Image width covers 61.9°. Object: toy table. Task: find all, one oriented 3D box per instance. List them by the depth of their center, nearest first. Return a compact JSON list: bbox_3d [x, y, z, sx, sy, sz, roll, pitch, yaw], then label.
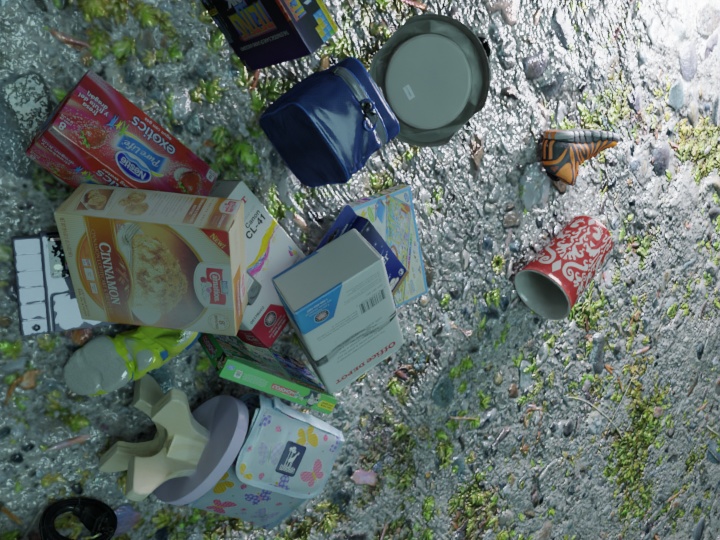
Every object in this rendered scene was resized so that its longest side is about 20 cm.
[{"bbox_3d":[-0.263,0.236,0.834,0.116,0.185,0.201,32,106,-37],"label":"toy table"}]

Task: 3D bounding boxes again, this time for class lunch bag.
[{"bbox_3d":[-0.038,-0.216,0.864,0.132,0.199,0.137,-45,115,-20],"label":"lunch bag"},{"bbox_3d":[-0.144,0.284,0.903,0.200,0.128,0.168,-43,126,18],"label":"lunch bag"}]

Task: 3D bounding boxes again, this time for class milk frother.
[{"bbox_3d":[-0.426,0.433,0.792,0.188,0.181,0.199,-47,162,24],"label":"milk frother"}]

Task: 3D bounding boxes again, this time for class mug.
[{"bbox_3d":[0.431,-0.005,1.288,0.133,0.178,0.200,44,67,6],"label":"mug"}]

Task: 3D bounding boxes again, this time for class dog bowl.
[{"bbox_3d":[0.109,-0.306,0.979,0.195,0.059,0.205,0,105,0],"label":"dog bowl"}]

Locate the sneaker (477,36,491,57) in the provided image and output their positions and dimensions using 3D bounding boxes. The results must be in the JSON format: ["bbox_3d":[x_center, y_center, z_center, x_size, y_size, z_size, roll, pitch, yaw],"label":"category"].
[{"bbox_3d":[0.151,-0.325,1.033,0.075,0.087,0.202,38,79,-33],"label":"sneaker"}]

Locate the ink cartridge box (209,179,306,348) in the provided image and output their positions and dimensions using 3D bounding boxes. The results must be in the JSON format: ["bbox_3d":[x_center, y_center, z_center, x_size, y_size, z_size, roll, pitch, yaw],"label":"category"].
[{"bbox_3d":[-0.171,-0.008,0.871,0.149,0.085,0.201,-55,128,-23],"label":"ink cartridge box"}]

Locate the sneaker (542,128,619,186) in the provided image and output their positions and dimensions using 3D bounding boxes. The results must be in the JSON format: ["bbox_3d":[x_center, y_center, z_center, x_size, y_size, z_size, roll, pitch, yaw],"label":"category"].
[{"bbox_3d":[0.460,-0.240,1.274,0.195,0.077,0.115,-6,108,-21],"label":"sneaker"}]

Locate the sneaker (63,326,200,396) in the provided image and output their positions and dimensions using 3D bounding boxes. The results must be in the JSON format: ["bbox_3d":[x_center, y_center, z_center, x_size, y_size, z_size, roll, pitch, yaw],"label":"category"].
[{"bbox_3d":[-0.303,0.116,0.834,0.196,0.105,0.077,-23,81,4],"label":"sneaker"}]

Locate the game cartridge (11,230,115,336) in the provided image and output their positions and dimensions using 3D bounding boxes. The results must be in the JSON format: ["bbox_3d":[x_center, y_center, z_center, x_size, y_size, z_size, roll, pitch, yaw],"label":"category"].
[{"bbox_3d":[-0.351,0.009,0.805,0.196,0.038,0.133,-7,108,-32],"label":"game cartridge"}]

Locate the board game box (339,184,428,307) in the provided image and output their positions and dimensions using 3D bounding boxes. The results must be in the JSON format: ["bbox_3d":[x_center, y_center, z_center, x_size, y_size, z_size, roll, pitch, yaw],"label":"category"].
[{"bbox_3d":[0.044,-0.033,1.057,0.132,0.034,0.204,-22,112,-28],"label":"board game box"}]

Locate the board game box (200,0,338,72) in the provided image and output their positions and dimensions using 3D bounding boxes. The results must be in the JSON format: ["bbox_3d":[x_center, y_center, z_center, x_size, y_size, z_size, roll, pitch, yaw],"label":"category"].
[{"bbox_3d":[-0.137,-0.351,0.769,0.057,0.199,0.167,-45,120,-19],"label":"board game box"}]

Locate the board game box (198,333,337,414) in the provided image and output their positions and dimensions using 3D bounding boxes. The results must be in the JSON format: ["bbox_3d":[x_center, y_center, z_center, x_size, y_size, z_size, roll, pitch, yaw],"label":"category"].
[{"bbox_3d":[-0.142,0.149,0.909,0.198,0.134,0.030,29,93,-34],"label":"board game box"}]

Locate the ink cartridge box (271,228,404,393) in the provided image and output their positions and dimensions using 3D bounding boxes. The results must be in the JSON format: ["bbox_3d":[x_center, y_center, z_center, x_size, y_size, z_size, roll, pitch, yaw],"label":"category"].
[{"bbox_3d":[-0.027,0.064,0.882,0.143,0.084,0.202,-32,138,-14],"label":"ink cartridge box"}]

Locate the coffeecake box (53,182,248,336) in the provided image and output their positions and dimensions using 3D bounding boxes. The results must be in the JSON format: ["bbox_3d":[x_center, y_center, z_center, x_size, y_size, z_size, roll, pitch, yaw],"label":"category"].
[{"bbox_3d":[-0.241,-0.011,0.723,0.195,0.074,0.156,6,126,1],"label":"coffeecake box"}]

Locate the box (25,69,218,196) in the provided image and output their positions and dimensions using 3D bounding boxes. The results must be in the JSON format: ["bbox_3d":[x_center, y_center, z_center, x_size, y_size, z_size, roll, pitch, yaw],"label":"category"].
[{"bbox_3d":[-0.294,-0.133,0.756,0.199,0.098,0.097,40,54,-33],"label":"box"}]

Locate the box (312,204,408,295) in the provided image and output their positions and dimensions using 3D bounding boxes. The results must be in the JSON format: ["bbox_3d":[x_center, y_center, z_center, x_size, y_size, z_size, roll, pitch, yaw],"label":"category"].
[{"bbox_3d":[0.000,0.000,0.961,0.122,0.032,0.200,-56,139,-11],"label":"box"}]
